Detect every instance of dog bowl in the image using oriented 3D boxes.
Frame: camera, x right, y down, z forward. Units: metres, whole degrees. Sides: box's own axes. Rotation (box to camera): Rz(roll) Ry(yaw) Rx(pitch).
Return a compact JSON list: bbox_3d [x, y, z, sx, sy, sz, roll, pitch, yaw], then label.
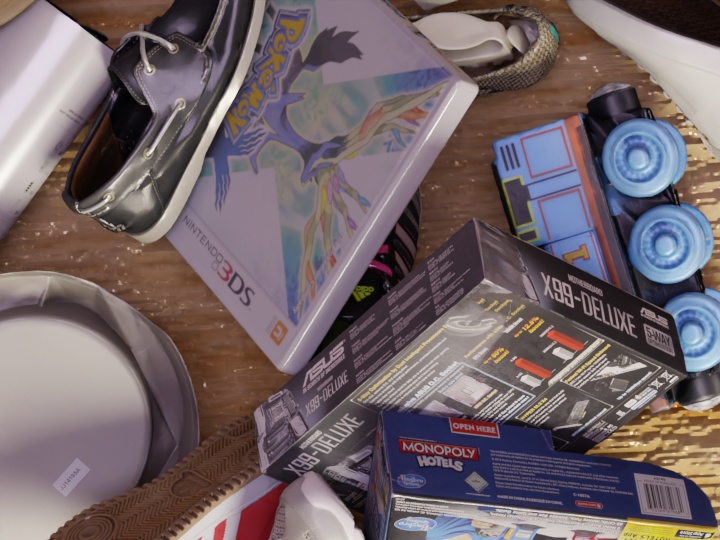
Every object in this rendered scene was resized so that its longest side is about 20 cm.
[{"bbox_3d":[-0.197,0.092,1.549,0.199,0.059,0.201,-2,103,-11],"label":"dog bowl"}]

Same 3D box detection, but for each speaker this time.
[{"bbox_3d":[-0.226,-0.071,1.573,0.081,0.081,0.200,36,92,5],"label":"speaker"}]

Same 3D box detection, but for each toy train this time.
[{"bbox_3d":[0.152,-0.007,1.542,0.114,0.087,0.201,-17,89,13],"label":"toy train"}]

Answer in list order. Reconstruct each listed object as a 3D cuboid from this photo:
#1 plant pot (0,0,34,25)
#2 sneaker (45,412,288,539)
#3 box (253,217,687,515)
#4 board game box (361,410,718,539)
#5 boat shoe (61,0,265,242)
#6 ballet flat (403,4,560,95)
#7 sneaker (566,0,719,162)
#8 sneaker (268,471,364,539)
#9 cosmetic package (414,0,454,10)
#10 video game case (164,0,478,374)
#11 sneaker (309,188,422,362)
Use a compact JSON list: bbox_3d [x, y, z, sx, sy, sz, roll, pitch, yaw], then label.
[{"bbox_3d":[-0.234,-0.206,1.546,0.201,0.201,0.093,-42,120,3],"label":"plant pot"},{"bbox_3d":[-0.104,0.176,1.521,0.199,0.071,0.113,-31,127,-27],"label":"sneaker"},{"bbox_3d":[0.060,0.071,1.476,0.157,0.050,0.200,24,129,-32],"label":"box"},{"bbox_3d":[0.075,0.175,1.512,0.199,0.200,0.062,8,48,-18],"label":"board game box"},{"bbox_3d":[-0.114,-0.117,1.540,0.067,0.072,0.201,22,95,-35],"label":"boat shoe"},{"bbox_3d":[0.020,-0.129,1.556,0.199,0.075,0.068,-9,78,5],"label":"ballet flat"},{"bbox_3d":[0.201,-0.110,1.546,0.199,0.073,0.085,31,127,19],"label":"sneaker"},{"bbox_3d":[-0.044,0.204,1.482,0.082,0.075,0.201,-15,131,-30],"label":"sneaker"},{"bbox_3d":[0.104,-0.233,1.492,0.199,0.071,0.106,-17,49,34],"label":"cosmetic package"},{"bbox_3d":[-0.036,-0.071,1.512,0.201,0.022,0.182,-58,47,16],"label":"video game case"},{"bbox_3d":[0.000,0.000,1.535,0.073,0.087,0.201,2,100,-1],"label":"sneaker"}]
